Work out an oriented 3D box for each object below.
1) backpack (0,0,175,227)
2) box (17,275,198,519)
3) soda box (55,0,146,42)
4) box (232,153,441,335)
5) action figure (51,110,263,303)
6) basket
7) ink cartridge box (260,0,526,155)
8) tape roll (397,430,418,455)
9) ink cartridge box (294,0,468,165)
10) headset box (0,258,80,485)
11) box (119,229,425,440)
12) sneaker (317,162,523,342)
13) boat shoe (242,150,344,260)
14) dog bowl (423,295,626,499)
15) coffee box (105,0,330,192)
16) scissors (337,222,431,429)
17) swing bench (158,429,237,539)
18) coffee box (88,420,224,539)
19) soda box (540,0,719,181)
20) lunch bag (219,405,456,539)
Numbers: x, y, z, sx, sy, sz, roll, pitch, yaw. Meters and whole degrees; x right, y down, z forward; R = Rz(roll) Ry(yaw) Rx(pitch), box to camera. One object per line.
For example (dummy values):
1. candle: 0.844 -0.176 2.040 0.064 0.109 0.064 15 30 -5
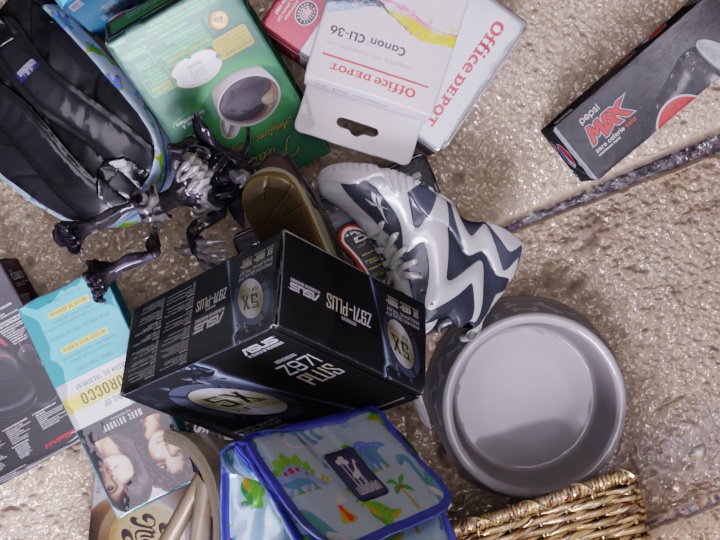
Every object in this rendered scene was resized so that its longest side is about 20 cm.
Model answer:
1. backpack: -0.256 -0.127 1.044 0.200 0.154 0.163 40 93 15
2. box: -0.215 0.105 1.017 0.082 0.049 0.201 -26 89 -3
3. soda box: -0.231 -0.252 1.000 0.064 0.200 0.068 -38 94 -1
4. box: 0.000 0.000 1.105 0.199 0.049 0.160 -25 97 -2
5. action figure: -0.148 -0.051 0.978 0.200 0.102 0.119 -35 126 -23
6. basket: 0.160 0.257 1.078 0.199 0.143 0.150 -18 99 -6
7. ink cartridge box: 0.028 -0.220 1.077 0.200 0.083 0.146 35 90 -4
8. tape roll: -0.028 0.231 1.115 0.199 0.048 0.201 0 93 -4
9. ink cartridge box: 0.023 -0.201 1.002 0.116 0.067 0.201 17 92 -3
10. headset box: -0.349 0.092 1.073 0.148 0.075 0.201 -29 94 -2
11. box: -0.071 0.066 0.967 0.164 0.200 0.086 29 51 -37
12. sneaker: 0.038 -0.004 1.032 0.199 0.079 0.130 27 74 -20
13. boat shoe: -0.045 -0.014 1.024 0.073 0.065 0.201 -3 128 16
14. dog bowl: 0.161 0.125 1.117 0.199 0.059 0.201 0 92 -4
15. coffee box: -0.123 -0.159 1.036 0.123 0.044 0.200 -28 127 7
16. scissors: 0.031 0.049 1.079 0.073 0.014 0.200 -37 94 -3
17. swing bench: -0.080 0.251 0.980 0.198 0.130 0.201 16 94 -41
18. coffee box: -0.187 0.199 1.086 0.113 0.080 0.201 6 92 -2
19. soda box: 0.271 -0.172 1.106 0.200 0.063 0.071 -41 95 0
20. lunch bag: -0.015 0.208 0.872 0.127 0.170 0.201 -23 79 35
